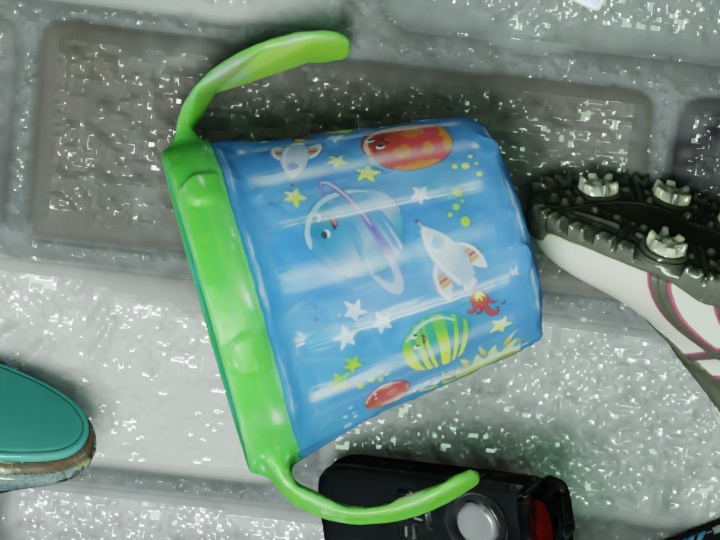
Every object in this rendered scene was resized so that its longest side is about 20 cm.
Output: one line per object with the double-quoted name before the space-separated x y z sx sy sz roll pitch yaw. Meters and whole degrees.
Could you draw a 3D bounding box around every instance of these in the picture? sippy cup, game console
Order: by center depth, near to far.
"sippy cup" 0.000 0.000 1.123 0.130 0.140 0.178 -15 112 -4
"game console" 0.040 0.192 1.140 0.172 0.119 0.200 4 111 33

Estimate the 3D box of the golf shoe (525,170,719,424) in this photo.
"golf shoe" 0.153 0.026 1.155 0.200 0.077 0.088 23 118 -1

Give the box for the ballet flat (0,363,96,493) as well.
"ballet flat" -0.211 0.063 1.181 0.200 0.074 0.074 16 105 -2

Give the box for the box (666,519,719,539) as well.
"box" 0.177 0.205 1.216 0.159 0.046 0.200 -21 104 7

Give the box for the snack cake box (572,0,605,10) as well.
"snack cake box" 0.105 -0.208 1.070 0.067 0.115 0.200 25 103 -6
